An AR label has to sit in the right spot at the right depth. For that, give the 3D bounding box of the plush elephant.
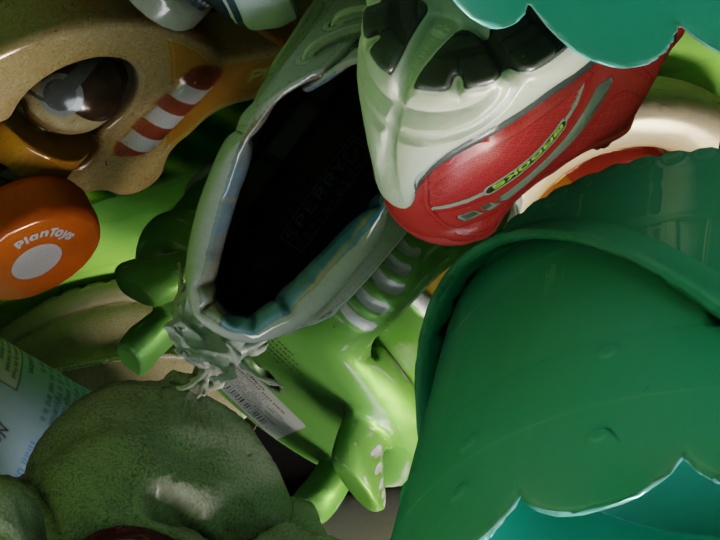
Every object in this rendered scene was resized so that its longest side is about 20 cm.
[{"bbox_3d":[-0.070,0.117,0.693,0.164,0.155,0.200,13,126,-1],"label":"plush elephant"}]

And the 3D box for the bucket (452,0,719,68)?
[{"bbox_3d":[0.082,-0.157,0.474,0.207,0.135,0.207,-11,146,-7],"label":"bucket"}]

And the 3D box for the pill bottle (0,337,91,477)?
[{"bbox_3d":[-0.131,0.096,0.852,0.200,0.109,0.109,32,135,-19],"label":"pill bottle"}]

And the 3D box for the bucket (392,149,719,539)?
[{"bbox_3d":[0.103,0.074,0.611,0.207,0.135,0.207,5,135,5],"label":"bucket"}]

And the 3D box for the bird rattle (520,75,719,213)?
[{"bbox_3d":[0.120,-0.015,0.888,0.200,0.113,0.163,-32,135,25],"label":"bird rattle"}]

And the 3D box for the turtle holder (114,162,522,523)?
[{"bbox_3d":[-0.008,-0.004,0.783,0.132,0.141,0.186,-47,155,-19],"label":"turtle holder"}]

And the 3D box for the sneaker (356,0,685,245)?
[{"bbox_3d":[0.064,-0.080,0.595,0.200,0.077,0.085,-41,148,-33],"label":"sneaker"}]

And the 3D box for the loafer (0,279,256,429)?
[{"bbox_3d":[-0.070,0.043,0.921,0.199,0.068,0.076,-12,156,-9],"label":"loafer"}]

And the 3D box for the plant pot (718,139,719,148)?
[{"bbox_3d":[0.203,-0.025,0.738,0.200,0.196,0.201,6,137,5],"label":"plant pot"}]

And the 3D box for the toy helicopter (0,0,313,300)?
[{"bbox_3d":[-0.054,-0.075,0.703,0.200,0.079,0.132,-15,149,-29],"label":"toy helicopter"}]

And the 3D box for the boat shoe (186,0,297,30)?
[{"bbox_3d":[-0.083,-0.121,0.570,0.091,0.071,0.200,-18,150,8],"label":"boat shoe"}]

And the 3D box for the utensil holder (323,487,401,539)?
[{"bbox_3d":[-0.031,0.214,1.195,0.199,0.170,0.170,-11,156,-8],"label":"utensil holder"}]

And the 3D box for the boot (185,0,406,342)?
[{"bbox_3d":[0.017,-0.063,0.626,0.200,0.073,0.096,-59,180,9],"label":"boot"}]
